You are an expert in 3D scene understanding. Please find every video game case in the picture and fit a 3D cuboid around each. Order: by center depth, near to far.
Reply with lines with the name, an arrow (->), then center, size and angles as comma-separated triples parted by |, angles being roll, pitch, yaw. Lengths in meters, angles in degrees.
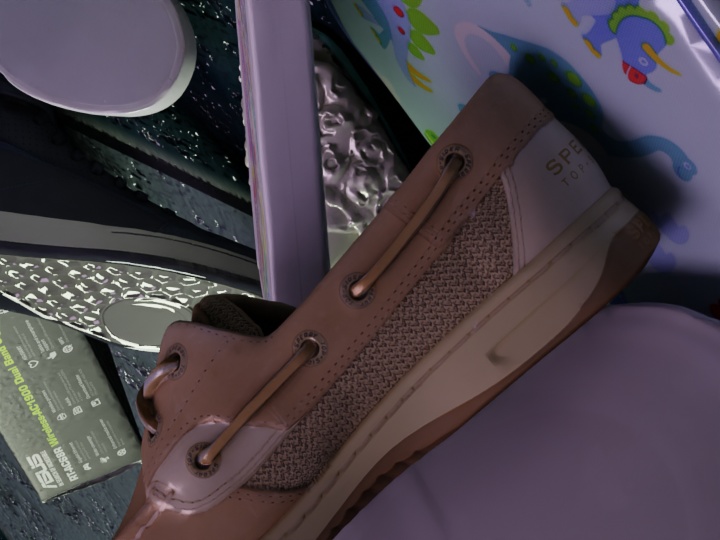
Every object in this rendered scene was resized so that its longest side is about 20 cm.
video game case -> -0.024, -0.037, 0.692 | 0.200, 0.018, 0.143 | -107, 12, -73

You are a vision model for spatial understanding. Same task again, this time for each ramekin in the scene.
ramekin -> 0.055, 0.115, 0.572 | 0.094, 0.203, 0.202 | 38, 166, -29

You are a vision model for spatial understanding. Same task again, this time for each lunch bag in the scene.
lunch bag -> 0.088, -0.042, 0.585 | 0.200, 0.082, 0.161 | 52, 161, -15

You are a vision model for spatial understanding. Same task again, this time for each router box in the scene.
router box -> -0.177, -0.005, 1.138 | 0.200, 0.062, 0.150 | 70, 176, -48

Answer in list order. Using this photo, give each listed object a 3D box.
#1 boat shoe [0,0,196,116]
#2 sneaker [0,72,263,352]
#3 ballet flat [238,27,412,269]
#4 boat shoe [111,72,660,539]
boat shoe -> -0.141, -0.119, 0.939 | 0.200, 0.074, 0.065 | 32, -172, 21
sneaker -> -0.121, -0.049, 0.996 | 0.202, 0.146, 0.077 | 13, 145, -10
ballet flat -> 0.000, 0.000, 0.869 | 0.072, 0.072, 0.200 | 20, 147, 51
boat shoe -> -0.021, 0.034, 0.577 | 0.065, 0.200, 0.071 | 49, -172, -1
